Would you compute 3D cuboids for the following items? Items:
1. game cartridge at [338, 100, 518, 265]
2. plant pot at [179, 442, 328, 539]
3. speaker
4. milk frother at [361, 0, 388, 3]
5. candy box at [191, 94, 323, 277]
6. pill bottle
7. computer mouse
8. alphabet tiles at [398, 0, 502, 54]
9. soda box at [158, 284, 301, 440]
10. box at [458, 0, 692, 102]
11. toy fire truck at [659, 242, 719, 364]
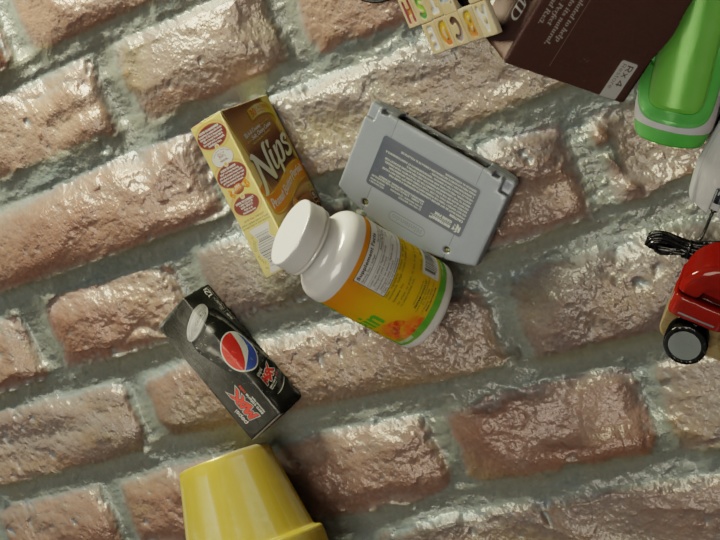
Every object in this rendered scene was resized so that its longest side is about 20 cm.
[{"bbox_3d":[0.076,-0.097,1.461,0.199,0.041,0.134,31,122,14],"label":"game cartridge"},{"bbox_3d":[-0.153,0.340,1.645,0.200,0.200,0.191,-27,78,31],"label":"plant pot"},{"bbox_3d":[0.335,-0.231,1.256,0.088,0.088,0.202,17,114,21],"label":"speaker"},{"bbox_3d":[-0.011,-0.389,1.313,0.179,0.187,0.202,-11,98,38],"label":"milk frother"},{"bbox_3d":[-0.115,-0.105,1.507,0.055,0.115,0.202,-23,95,30],"label":"candy box"},{"bbox_3d":[0.000,0.000,1.438,0.199,0.112,0.111,28,123,-23],"label":"pill bottle"},{"bbox_3d":[0.381,-0.093,1.302,0.109,0.044,0.202,23,116,19],"label":"computer mouse"},{"bbox_3d":[0.063,-0.296,1.202,0.169,0.007,0.200,65,165,-10],"label":"alphabet tiles"},{"bbox_3d":[-0.174,0.121,1.645,0.200,0.063,0.071,49,121,4],"label":"soda box"},{"bbox_3d":[0.200,-0.302,1.206,0.167,0.163,0.201,-58,38,28],"label":"box"},{"bbox_3d":[0.414,0.024,1.253,0.174,0.129,0.202,24,124,12],"label":"toy fire truck"}]
